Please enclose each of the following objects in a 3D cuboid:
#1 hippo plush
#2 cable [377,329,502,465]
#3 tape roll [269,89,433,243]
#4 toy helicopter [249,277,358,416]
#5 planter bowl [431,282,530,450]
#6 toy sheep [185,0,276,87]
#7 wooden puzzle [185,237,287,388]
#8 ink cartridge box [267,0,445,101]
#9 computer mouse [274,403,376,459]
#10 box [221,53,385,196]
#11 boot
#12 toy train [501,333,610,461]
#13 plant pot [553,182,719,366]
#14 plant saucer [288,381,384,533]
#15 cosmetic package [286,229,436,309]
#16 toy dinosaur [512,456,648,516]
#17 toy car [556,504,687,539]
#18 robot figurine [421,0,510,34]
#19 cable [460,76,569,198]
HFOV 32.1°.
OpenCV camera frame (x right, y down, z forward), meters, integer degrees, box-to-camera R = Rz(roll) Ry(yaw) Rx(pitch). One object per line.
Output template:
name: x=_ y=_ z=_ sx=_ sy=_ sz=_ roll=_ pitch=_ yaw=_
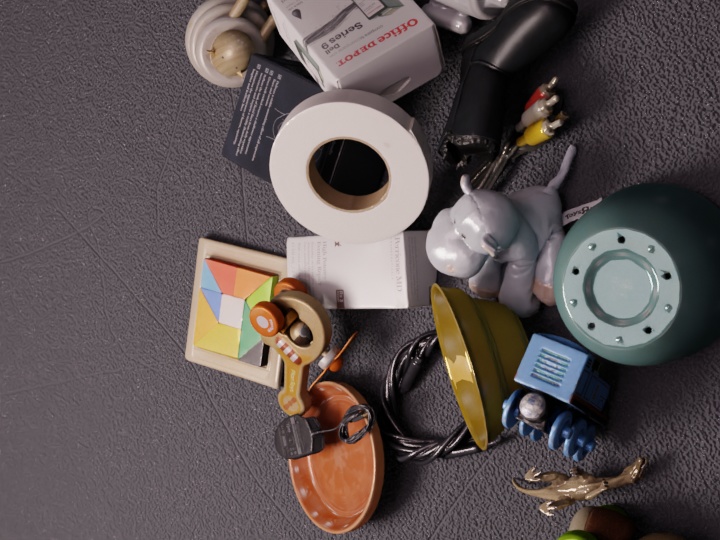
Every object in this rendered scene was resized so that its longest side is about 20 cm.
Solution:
hippo plush: x=0.170 y=-0.029 z=1.454 sx=0.200 sy=0.160 sz=0.160 roll=-36 pitch=70 yaw=33
cable: x=0.091 y=0.160 z=1.593 sx=0.199 sy=0.051 sz=0.165 roll=-17 pitch=81 yaw=38
tape roll: x=-0.011 y=-0.125 z=1.526 sx=0.201 sy=0.037 sz=0.204 roll=6 pitch=126 yaw=9
toy helicopter: x=-0.074 y=0.116 z=1.652 sx=0.131 sy=0.079 sz=0.201 roll=21 pitch=128 yaw=20
planter bowl: x=0.151 y=0.100 z=1.457 sx=0.083 sy=0.200 sz=0.202 roll=-17 pitch=78 yaw=-5
toy sheep: x=-0.180 y=-0.323 z=1.741 sx=0.200 sy=0.137 sz=0.139 roll=-112 pitch=40 yaw=-68
wooden puzzle: x=-0.180 y=0.060 z=1.809 sx=0.199 sy=0.037 sz=0.187 roll=14 pitch=101 yaw=37
ink cartridge box: x=-0.006 y=-0.302 z=1.570 sx=0.145 sy=0.084 sz=0.200 roll=-31 pitch=54 yaw=-7
computer mouse: x=-0.044 y=0.210 z=1.653 sx=0.199 sy=0.034 sz=0.059 roll=-21 pitch=77 yaw=44
box: x=-0.067 y=-0.182 z=1.668 sx=0.199 sy=0.107 sz=0.150 roll=31 pitch=109 yaw=34
boot: x=0.168 y=-0.214 z=1.445 sx=0.200 sy=0.076 sz=0.170 roll=-23 pitch=49 yaw=58
toy train: x=0.228 y=0.143 z=1.402 sx=0.086 sy=0.200 sz=0.115 roll=23 pitch=86 yaw=28
plant pot: x=0.295 y=0.011 z=1.333 sx=0.199 sy=0.161 sz=0.203 roll=3 pitch=98 yaw=26
plant saucer: x=-0.030 y=0.249 z=1.678 sx=0.200 sy=0.032 sz=0.202 roll=-2 pitch=88 yaw=53
cosmetic package: x=0.000 y=0.000 z=1.645 sx=0.199 sy=0.074 sz=0.103 roll=-4 pitch=90 yaw=39
toy dinosaur: x=0.237 y=0.255 z=1.451 sx=0.199 sy=0.101 sz=0.059 roll=-18 pitch=71 yaw=40
toy car: x=0.320 y=0.348 z=1.364 sx=0.198 sy=0.164 sz=0.159 roll=5 pitch=95 yaw=25
robot figurine: x=0.122 y=-0.375 z=1.510 sx=0.199 sy=0.112 sz=0.171 roll=29 pitch=111 yaw=34
cable: x=0.179 y=-0.159 z=1.505 sx=0.200 sy=0.050 sz=0.098 roll=-37 pitch=37 yaw=42
